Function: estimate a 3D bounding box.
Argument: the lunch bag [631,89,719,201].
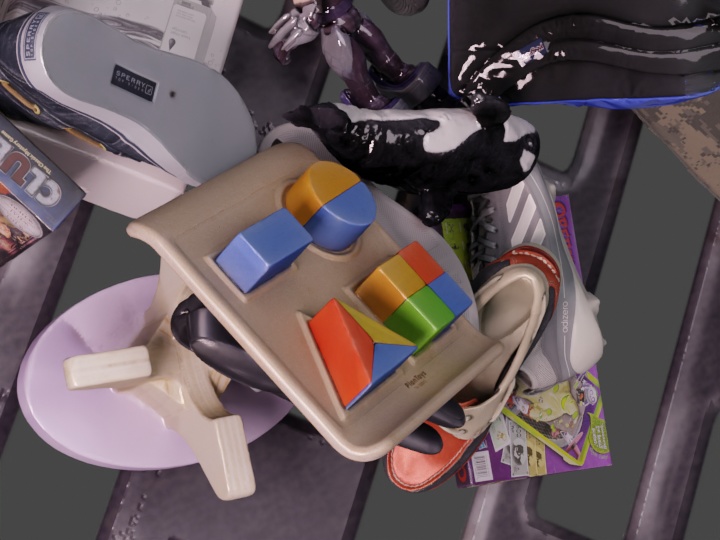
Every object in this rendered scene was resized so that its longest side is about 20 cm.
[{"bbox_3d":[0.315,-0.150,1.530,0.200,0.139,0.168,41,49,-14],"label":"lunch bag"}]

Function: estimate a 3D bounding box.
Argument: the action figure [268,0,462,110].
[{"bbox_3d":[-0.014,-0.165,1.399,0.200,0.069,0.130,58,40,-16],"label":"action figure"}]

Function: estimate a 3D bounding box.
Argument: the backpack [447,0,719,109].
[{"bbox_3d":[0.165,-0.194,1.394,0.200,0.168,0.163,0,100,8],"label":"backpack"}]

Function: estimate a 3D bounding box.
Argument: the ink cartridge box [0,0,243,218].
[{"bbox_3d":[-0.163,-0.154,1.335,0.146,0.083,0.200,21,73,-20],"label":"ink cartridge box"}]

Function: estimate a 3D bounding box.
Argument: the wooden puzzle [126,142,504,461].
[{"bbox_3d":[-0.016,0.005,1.214,0.200,0.046,0.185,44,34,8],"label":"wooden puzzle"}]

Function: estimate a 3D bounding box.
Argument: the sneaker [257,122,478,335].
[{"bbox_3d":[0.000,0.000,1.358,0.073,0.112,0.200,-32,73,-24],"label":"sneaker"}]

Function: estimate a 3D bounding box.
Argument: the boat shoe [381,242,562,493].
[{"bbox_3d":[0.070,0.071,1.357,0.071,0.063,0.200,32,110,0],"label":"boat shoe"}]

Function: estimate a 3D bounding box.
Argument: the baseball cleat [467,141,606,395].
[{"bbox_3d":[0.097,-0.011,1.406,0.106,0.070,0.200,-26,88,-21],"label":"baseball cleat"}]

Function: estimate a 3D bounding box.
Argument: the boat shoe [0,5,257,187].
[{"bbox_3d":[-0.154,-0.107,1.252,0.200,0.091,0.071,31,70,-46],"label":"boat shoe"}]

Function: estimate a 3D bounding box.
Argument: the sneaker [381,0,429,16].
[{"bbox_3d":[0.065,-0.273,1.467,0.085,0.074,0.200,18,73,-21],"label":"sneaker"}]

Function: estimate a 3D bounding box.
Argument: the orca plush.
[{"bbox_3d":[0.046,-0.067,1.306,0.200,0.105,0.071,12,63,-55],"label":"orca plush"}]

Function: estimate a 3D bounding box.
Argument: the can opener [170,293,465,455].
[{"bbox_3d":[-0.027,0.066,1.243,0.200,0.063,0.079,27,44,-26],"label":"can opener"}]

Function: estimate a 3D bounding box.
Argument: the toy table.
[{"bbox_3d":[-0.109,0.057,1.303,0.200,0.117,0.184,-22,89,-25],"label":"toy table"}]

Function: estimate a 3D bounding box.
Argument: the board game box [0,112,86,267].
[{"bbox_3d":[-0.269,-0.090,1.247,0.200,0.135,0.035,44,66,-10],"label":"board game box"}]

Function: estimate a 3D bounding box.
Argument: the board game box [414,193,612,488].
[{"bbox_3d":[0.110,0.049,1.453,0.120,0.032,0.200,-5,83,-22],"label":"board game box"}]
